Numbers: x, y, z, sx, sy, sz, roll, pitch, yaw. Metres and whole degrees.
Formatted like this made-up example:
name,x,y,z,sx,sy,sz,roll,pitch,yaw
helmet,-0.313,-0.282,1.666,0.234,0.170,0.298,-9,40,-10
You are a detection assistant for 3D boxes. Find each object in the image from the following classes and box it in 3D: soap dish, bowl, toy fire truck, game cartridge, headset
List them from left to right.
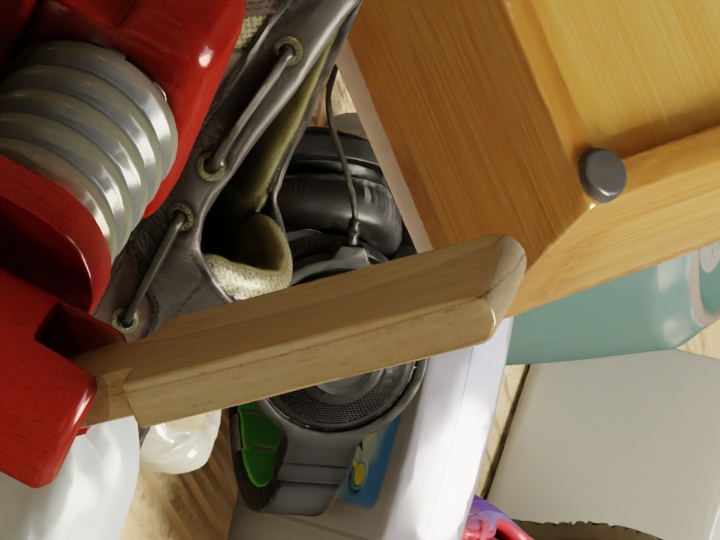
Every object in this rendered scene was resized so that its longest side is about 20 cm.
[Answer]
name,x,y,z,sx,sy,sz,roll,pitch,yaw
toy fire truck,-0.063,-0.026,0.658,0.176,0.199,0.129,-60,179,-44
headset,0.000,0.000,1.006,0.200,0.093,0.124,108,-19,-44
game cartridge,0.006,0.039,1.066,0.040,0.133,0.201,14,86,-30
soap dish,0.061,-0.098,0.907,0.157,0.081,0.201,-18,84,-40
bowl,0.128,-0.042,1.344,0.201,0.105,0.202,13,90,-69

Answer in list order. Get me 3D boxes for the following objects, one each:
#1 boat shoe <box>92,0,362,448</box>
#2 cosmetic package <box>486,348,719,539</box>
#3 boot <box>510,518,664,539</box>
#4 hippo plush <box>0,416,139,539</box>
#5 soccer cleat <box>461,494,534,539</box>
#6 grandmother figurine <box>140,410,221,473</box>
name,x,y,z,sx,sy,sz,roll,pitch,yaw
boat shoe,-0.051,-0.007,0.809,0.073,0.065,0.201,-42,154,-59
cosmetic package,0.139,0.159,1.468,0.199,0.122,0.201,53,53,-63
boot,0.074,0.215,1.294,0.072,0.181,0.201,34,66,-34
hippo plush,-0.101,0.091,0.770,0.160,0.200,0.161,-54,166,3
soccer cleat,0.021,0.118,1.214,0.200,0.073,0.069,12,92,-68
grandmother figurine,-0.059,-0.009,0.920,0.121,0.060,0.201,-44,155,-39
